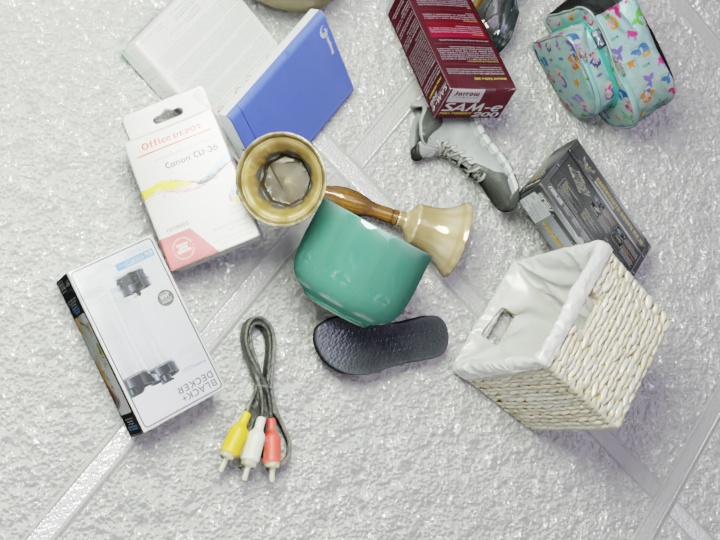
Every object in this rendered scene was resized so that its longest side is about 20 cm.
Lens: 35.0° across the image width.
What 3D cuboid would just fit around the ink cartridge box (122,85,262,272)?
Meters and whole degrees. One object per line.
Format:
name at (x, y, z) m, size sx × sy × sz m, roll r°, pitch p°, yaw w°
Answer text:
ink cartridge box at (-0.204, -0.112, 1.352) m, size 0.115 × 0.067 × 0.202 m, roll -22°, pitch 89°, yaw -2°

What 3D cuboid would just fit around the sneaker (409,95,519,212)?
sneaker at (0.127, -0.153, 1.560) m, size 0.115 × 0.075 × 0.201 m, roll -25°, pitch 81°, yaw -24°

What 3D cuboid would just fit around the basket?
basket at (0.264, 0.094, 1.503) m, size 0.161 × 0.199 × 0.199 m, roll 43°, pitch 64°, yaw -19°

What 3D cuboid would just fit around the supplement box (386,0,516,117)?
supplement box at (0.120, -0.301, 1.547) m, size 0.108 × 0.061 × 0.202 m, roll -4°, pitch 56°, yaw -27°

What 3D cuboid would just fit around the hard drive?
hard drive at (-0.089, -0.214, 1.442) m, size 0.201 × 0.025 × 0.133 m, roll -53°, pitch 140°, yaw -26°

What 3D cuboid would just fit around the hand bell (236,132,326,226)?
hand bell at (-0.078, -0.107, 1.375) m, size 0.103 × 0.200 × 0.106 m, roll 0°, pitch 93°, yaw 7°

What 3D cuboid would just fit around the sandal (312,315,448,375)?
sandal at (0.023, 0.095, 1.468) m, size 0.198 × 0.043 × 0.077 m, roll 2°, pitch 87°, yaw -32°

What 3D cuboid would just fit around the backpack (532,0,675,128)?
backpack at (0.356, -0.300, 1.647) m, size 0.150 × 0.177 × 0.201 m, roll -38°, pitch 103°, yaw -6°

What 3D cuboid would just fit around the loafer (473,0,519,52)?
loafer at (0.198, -0.416, 1.649) m, size 0.072 × 0.073 × 0.202 m, roll 22°, pitch 69°, yaw -17°

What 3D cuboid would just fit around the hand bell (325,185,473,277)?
hand bell at (0.038, -0.074, 1.495) m, size 0.198 × 0.104 × 0.105 m, roll 20°, pitch 70°, yaw -9°

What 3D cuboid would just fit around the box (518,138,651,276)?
box at (0.320, -0.068, 1.619) m, size 0.201 × 0.048 × 0.158 m, roll 53°, pitch 40°, yaw -8°

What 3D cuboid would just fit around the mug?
mug at (0.004, 0.003, 1.392) m, size 0.184 × 0.151 × 0.115 m, roll 26°, pitch 92°, yaw -50°

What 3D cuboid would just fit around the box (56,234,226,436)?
box at (-0.251, 0.075, 1.315) m, size 0.116 × 0.060 × 0.202 m, roll -25°, pitch 91°, yaw -29°

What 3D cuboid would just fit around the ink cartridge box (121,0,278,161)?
ink cartridge box at (-0.178, -0.255, 1.440) m, size 0.200 × 0.050 × 0.161 m, roll 50°, pitch 61°, yaw -22°

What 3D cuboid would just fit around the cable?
cable at (-0.113, 0.157, 1.373) m, size 0.096 × 0.050 × 0.203 m, roll 17°, pitch 73°, yaw -24°

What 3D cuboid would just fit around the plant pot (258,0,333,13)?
plant pot at (-0.083, -0.409, 1.453) m, size 0.202 × 0.198 × 0.135 m, roll -62°, pitch 143°, yaw -23°
